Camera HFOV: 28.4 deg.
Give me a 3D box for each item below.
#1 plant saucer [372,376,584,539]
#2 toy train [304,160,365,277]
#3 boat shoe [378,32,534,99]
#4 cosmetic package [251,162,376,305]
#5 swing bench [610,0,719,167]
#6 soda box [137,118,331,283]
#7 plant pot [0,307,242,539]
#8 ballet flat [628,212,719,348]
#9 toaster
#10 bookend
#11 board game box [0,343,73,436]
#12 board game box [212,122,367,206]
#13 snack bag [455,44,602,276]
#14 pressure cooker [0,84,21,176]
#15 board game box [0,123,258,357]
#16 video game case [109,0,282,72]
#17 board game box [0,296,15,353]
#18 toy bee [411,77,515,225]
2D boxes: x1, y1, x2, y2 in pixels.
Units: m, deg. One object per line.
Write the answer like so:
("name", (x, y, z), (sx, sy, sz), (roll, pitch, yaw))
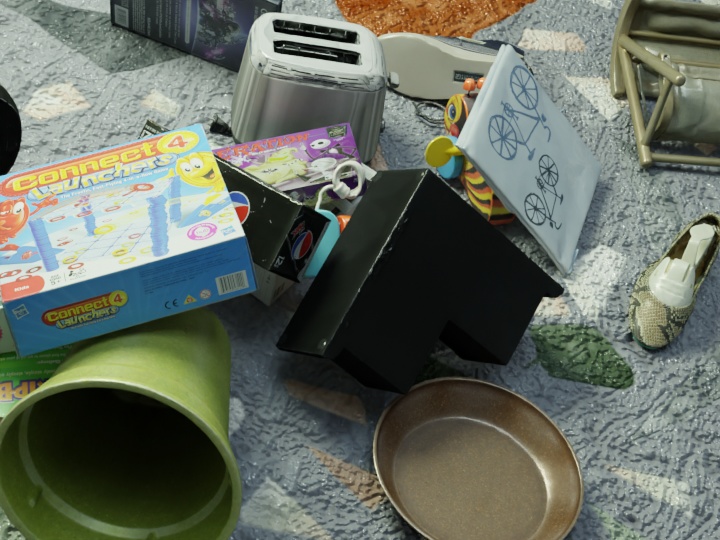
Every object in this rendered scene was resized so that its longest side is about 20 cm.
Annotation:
("plant saucer", (0.104, 0.186, 1.290), (0.198, 0.037, 0.202), (9, 46, -9))
("toy train", (0.000, 0.000, 1.388), (0.150, 0.055, 0.201), (-45, 111, -23))
("boat shoe", (0.108, -0.246, 1.696), (0.198, 0.075, 0.093), (14, 24, 0))
("cosmetic package", (-0.064, -0.053, 1.455), (0.082, 0.051, 0.200), (32, 47, 16))
("swing bench", (0.423, -0.228, 1.733), (0.196, 0.131, 0.201), (4, 41, -13))
("soda box", (-0.129, -0.064, 1.320), (0.199, 0.071, 0.063), (29, 2, 28))
("plant pot", (-0.184, 0.117, 1.172), (0.198, 0.202, 0.185), (14, 33, -5))
("ballet flat", (0.342, -0.001, 1.520), (0.067, 0.076, 0.200), (31, 46, 11))
("toaster", (-0.060, -0.197, 1.540), (0.197, 0.130, 0.114), (7, 44, -11))
("bookend", (0.060, 0.042, 1.338), (0.199, 0.092, 0.200), (37, 73, -26))
("board game box", (-0.298, 0.072, 1.275), (0.094, 0.030, 0.201), (8, 43, -9))
("board game box", (-0.098, -0.095, 1.437), (0.197, 0.033, 0.120), (-12, 28, -3))
("snack bag", (0.190, -0.122, 1.549), (0.200, 0.021, 0.190), (47, 44, -23))
("pressure cooker", (-0.442, -0.158, 1.345), (0.178, 0.177, 0.200), (-37, 63, -22))
("board game box", (-0.203, -0.031, 1.185), (0.198, 0.056, 0.196), (-16, 36, -9))
("video game case", (-0.186, -0.290, 1.580), (0.198, 0.143, 0.019), (21, 60, 2))
("board game box", (-0.359, 0.008, 1.264), (0.198, 0.065, 0.148), (-10, 48, -15))
("toy bee", (0.118, -0.151, 1.569), (0.130, 0.109, 0.200), (-29, 61, -36))
